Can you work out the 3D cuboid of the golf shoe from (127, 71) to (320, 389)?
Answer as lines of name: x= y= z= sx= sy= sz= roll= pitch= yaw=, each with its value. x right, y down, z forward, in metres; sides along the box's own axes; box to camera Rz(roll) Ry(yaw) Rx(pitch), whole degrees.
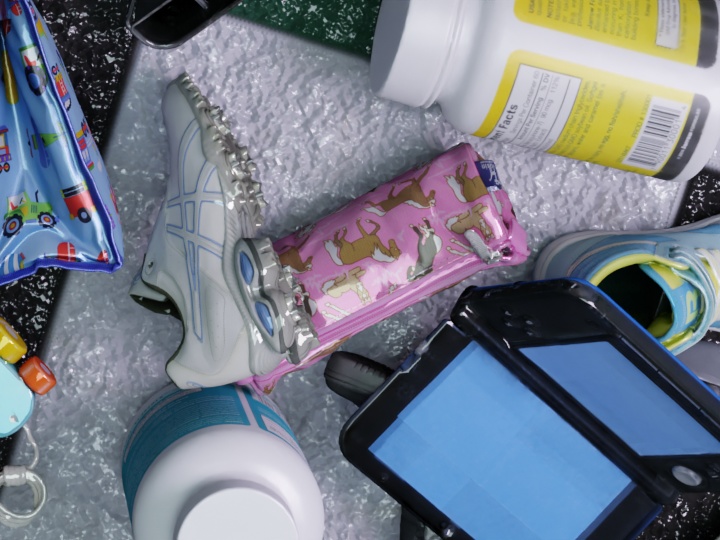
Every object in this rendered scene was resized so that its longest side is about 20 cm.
golf shoe: x=-0.099 y=-0.023 z=1.562 sx=0.097 sy=0.078 sz=0.201 roll=-24 pitch=59 yaw=8

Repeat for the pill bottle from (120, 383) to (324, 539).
pill bottle: x=-0.081 y=0.134 z=1.568 sx=0.110 sy=0.200 sz=0.111 roll=-1 pitch=101 yaw=-7

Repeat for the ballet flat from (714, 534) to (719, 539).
ballet flat: x=0.244 y=0.190 z=1.663 sx=0.067 sy=0.064 sz=0.200 roll=47 pitch=69 yaw=-22

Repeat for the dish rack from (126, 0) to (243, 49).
dish rack: x=-0.121 y=-0.238 z=1.528 sx=0.153 sy=0.055 sz=0.200 roll=-35 pitch=123 yaw=17

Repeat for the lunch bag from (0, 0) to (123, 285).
lunch bag: x=-0.197 y=-0.103 z=1.531 sx=0.094 sy=0.151 sz=0.201 roll=-10 pitch=102 yaw=-6

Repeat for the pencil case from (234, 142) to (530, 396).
pencil case: x=0.000 y=0.000 z=1.612 sx=0.199 sy=0.087 sz=0.083 roll=-27 pitch=90 yaw=0

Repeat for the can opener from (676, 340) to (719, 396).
can opener: x=0.154 y=0.065 z=1.675 sx=0.199 sy=0.053 sz=0.067 roll=15 pitch=66 yaw=-10

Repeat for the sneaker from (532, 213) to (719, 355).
sneaker: x=0.213 y=0.012 z=1.624 sx=0.199 sy=0.131 sz=0.080 roll=-9 pitch=100 yaw=-7

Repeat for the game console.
game console: x=0.121 y=0.110 z=1.583 sx=0.200 sy=0.170 sz=0.119 roll=40 pitch=66 yaw=-24

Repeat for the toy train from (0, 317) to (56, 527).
toy train: x=-0.282 y=0.084 z=1.607 sx=0.199 sy=0.056 sz=0.151 roll=7 pitch=101 yaw=-6

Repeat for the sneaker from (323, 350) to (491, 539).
sneaker: x=0.047 y=0.135 z=1.657 sx=0.199 sy=0.060 sz=0.104 roll=27 pitch=93 yaw=-20

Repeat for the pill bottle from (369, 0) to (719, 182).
pill bottle: x=0.113 y=-0.128 z=1.592 sx=0.199 sy=0.114 sz=0.115 roll=13 pitch=98 yaw=-10
